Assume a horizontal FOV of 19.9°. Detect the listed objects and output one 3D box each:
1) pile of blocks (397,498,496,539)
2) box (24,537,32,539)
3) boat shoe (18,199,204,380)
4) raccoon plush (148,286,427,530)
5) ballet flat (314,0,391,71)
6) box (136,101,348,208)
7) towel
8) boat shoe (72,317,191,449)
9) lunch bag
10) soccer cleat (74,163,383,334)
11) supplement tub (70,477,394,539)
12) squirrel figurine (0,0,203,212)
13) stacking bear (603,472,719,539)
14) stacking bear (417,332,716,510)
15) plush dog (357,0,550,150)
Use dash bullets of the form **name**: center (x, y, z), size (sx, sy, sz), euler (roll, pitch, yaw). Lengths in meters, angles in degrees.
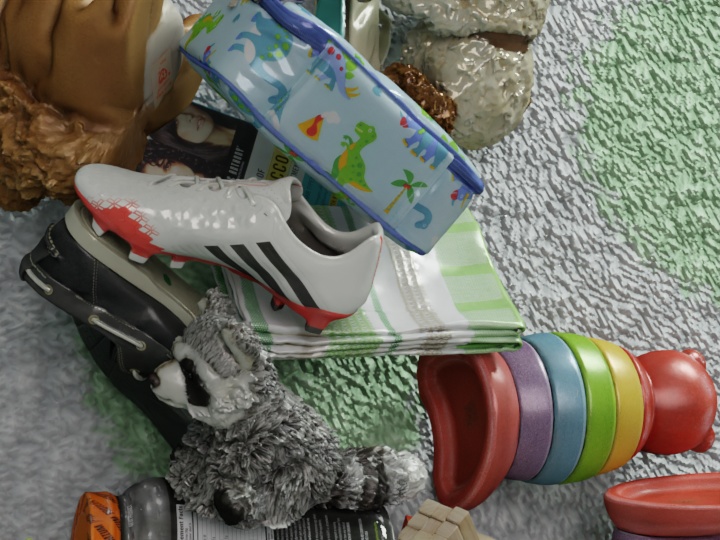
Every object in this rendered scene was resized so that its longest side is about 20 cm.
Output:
- **pile of blocks**: center (0.072, 0.213, 1.388), size (0.200, 0.062, 0.082), euler (35, 77, -49)
- **box**: center (-0.199, 0.282, 1.276), size (0.200, 0.122, 0.048), euler (56, 27, 6)
- **boat shoe**: center (-0.132, 0.040, 1.339), size (0.200, 0.072, 0.068), euler (42, 103, -20)
- **raccoon plush**: center (-0.044, 0.080, 1.304), size (0.200, 0.097, 0.134), euler (-5, 112, -41)
- **ballet flat**: center (-0.003, -0.211, 1.544), size (0.069, 0.069, 0.200), euler (10, 71, -14)
- **box**: center (-0.072, -0.056, 1.469), size (0.200, 0.049, 0.082), euler (19, 67, -11)
- **towel**: center (0.000, 0.000, 1.394), size (0.200, 0.031, 0.149), euler (-2, 43, -18)
- **boat shoe**: center (-0.126, 0.062, 1.402), size (0.065, 0.074, 0.202), euler (-41, 91, -31)
- **lunch bag**: center (-0.021, -0.106, 1.350), size (0.200, 0.161, 0.082), euler (40, 91, -22)
- **soccer cleat**: center (-0.081, -0.033, 1.295), size (0.200, 0.085, 0.069), euler (25, 29, -6)
- **supplement tub**: center (-0.086, 0.199, 1.338), size (0.200, 0.123, 0.123), euler (6, 70, -15)
- **squirrel figurine**: center (-0.221, -0.140, 1.389), size (0.187, 0.142, 0.200), euler (17, 85, 19)
- **stacking bear**: center (0.228, 0.248, 1.418), size (0.114, 0.121, 0.200), euler (-2, 95, 20)
- **stacking bear**: center (0.158, 0.097, 1.455), size (0.200, 0.114, 0.122), euler (-2, 72, -23)
- **plush dog**: center (0.084, -0.173, 1.486), size (0.200, 0.160, 0.172), euler (-5, 99, -53)
